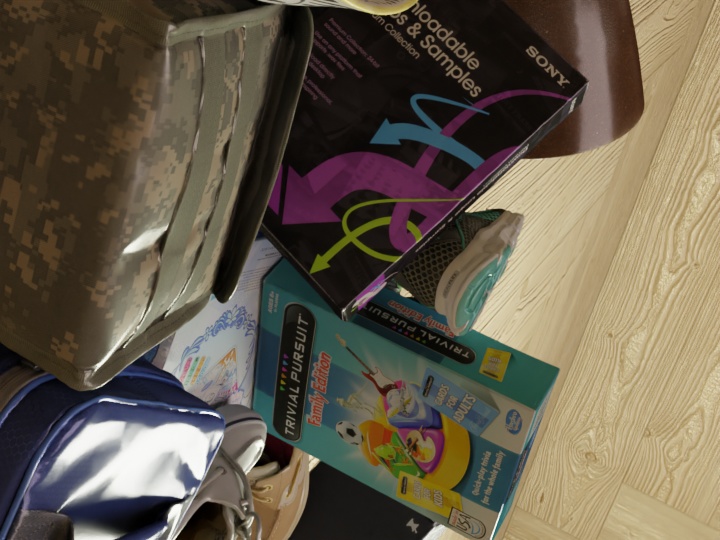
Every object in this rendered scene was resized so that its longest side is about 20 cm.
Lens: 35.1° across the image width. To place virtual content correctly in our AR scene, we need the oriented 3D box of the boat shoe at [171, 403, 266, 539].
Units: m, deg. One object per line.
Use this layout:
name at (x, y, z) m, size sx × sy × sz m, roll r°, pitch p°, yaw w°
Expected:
boat shoe at (-0.098, 0.154, 0.717) m, size 0.202 × 0.086 × 0.075 m, roll -31°, pitch 144°, yaw -59°

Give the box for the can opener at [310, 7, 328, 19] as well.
can opener at (-0.020, -0.118, 0.775) m, size 0.067 × 0.053 × 0.200 m, roll -53°, pitch 158°, yaw -34°

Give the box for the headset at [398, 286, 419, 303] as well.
headset at (0.015, 0.050, 0.914) m, size 0.201 × 0.094 × 0.123 m, roll -67°, pitch -159°, yaw -8°

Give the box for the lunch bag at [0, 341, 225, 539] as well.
lunch bag at (-0.156, 0.097, 0.539) m, size 0.136 × 0.132 × 0.200 m, roll -65°, pitch 163°, yaw 1°

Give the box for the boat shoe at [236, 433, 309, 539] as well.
boat shoe at (-0.081, 0.157, 0.958) m, size 0.069 × 0.074 × 0.201 m, roll -10°, pitch 119°, yaw -60°

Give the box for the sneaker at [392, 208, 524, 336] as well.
sneaker at (0.056, -0.019, 0.766) m, size 0.078 × 0.091 × 0.200 m, roll -64°, pitch 173°, yaw 10°

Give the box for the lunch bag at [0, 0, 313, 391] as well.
lunch bag at (-0.097, -0.063, 0.527) m, size 0.200 × 0.117 × 0.165 m, roll -41°, pitch 153°, yaw -64°

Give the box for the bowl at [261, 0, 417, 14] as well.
bowl at (-0.054, -0.188, 0.460) m, size 0.201 × 0.094 × 0.202 m, roll 31°, pitch 53°, yaw -53°

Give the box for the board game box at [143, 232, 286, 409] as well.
board game box at (-0.106, 0.059, 0.782) m, size 0.200 × 0.043 × 0.200 m, roll -15°, pitch 127°, yaw -68°

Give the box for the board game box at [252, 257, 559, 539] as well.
board game box at (0.022, 0.090, 0.789) m, size 0.047 × 0.199 × 0.151 m, roll -49°, pitch 157°, yaw -43°

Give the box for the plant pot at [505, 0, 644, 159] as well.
plant pot at (0.142, -0.224, 0.933) m, size 0.187 × 0.186 × 0.201 m, roll -48°, pitch 142°, yaw -43°

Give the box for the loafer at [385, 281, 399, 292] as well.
loafer at (0.000, 0.000, 0.882) m, size 0.063 × 0.072 × 0.200 m, roll -64°, pitch -173°, yaw 3°

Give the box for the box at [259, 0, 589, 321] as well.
box at (0.015, -0.090, 0.670) m, size 0.200 × 0.143 × 0.036 m, roll -43°, pitch 169°, yaw -10°

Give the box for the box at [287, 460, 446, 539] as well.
box at (-0.022, 0.267, 1.087) m, size 0.200 × 0.123 × 0.198 m, roll -47°, pitch 167°, yaw 0°
